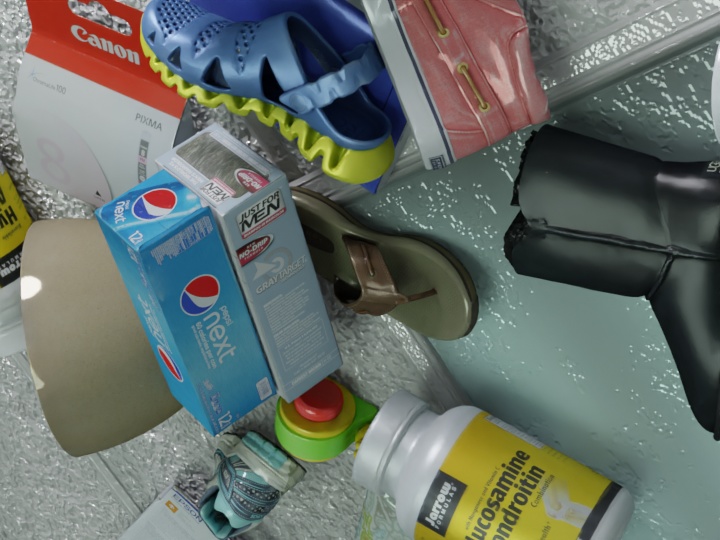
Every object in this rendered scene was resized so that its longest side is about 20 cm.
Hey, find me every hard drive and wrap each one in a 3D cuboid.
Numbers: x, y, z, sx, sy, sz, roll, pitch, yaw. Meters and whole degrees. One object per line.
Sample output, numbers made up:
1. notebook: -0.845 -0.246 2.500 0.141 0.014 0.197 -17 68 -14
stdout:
1. hard drive: -0.046 -0.158 1.020 0.200 0.025 0.132 36 138 9

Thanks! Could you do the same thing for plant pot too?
1. plant pot: -0.188 0.046 1.195 0.134 0.201 0.201 -10 122 4

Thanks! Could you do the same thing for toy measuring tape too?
1. toy measuring tape: -0.071 0.111 1.221 0.199 0.074 0.074 26 135 18

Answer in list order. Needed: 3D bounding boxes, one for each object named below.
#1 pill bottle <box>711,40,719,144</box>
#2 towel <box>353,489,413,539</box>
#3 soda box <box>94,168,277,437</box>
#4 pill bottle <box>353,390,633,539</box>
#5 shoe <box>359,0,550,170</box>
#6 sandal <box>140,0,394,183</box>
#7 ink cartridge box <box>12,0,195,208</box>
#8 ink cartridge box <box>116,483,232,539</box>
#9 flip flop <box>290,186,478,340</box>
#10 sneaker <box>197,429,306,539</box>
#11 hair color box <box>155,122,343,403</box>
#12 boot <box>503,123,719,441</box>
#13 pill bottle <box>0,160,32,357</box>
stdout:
1. pill bottle: 0.293 -0.093 0.745 0.199 0.112 0.112 9 128 33
2. towel: 0.082 0.276 1.255 0.199 0.048 0.172 29 133 16
3. soda box: -0.128 0.027 1.069 0.068 0.064 0.201 37 152 42
4. pill bottle: 0.099 0.174 1.098 0.199 0.112 0.112 27 135 17
5. shoe: 0.049 -0.171 0.911 0.091 0.071 0.201 -21 85 2
6. sandal: -0.057 -0.143 0.972 0.199 0.080 0.087 26 132 7
7. ink cartridge box: -0.208 -0.128 1.134 0.162 0.057 0.200 24 147 21
8. ink cartridge box: -0.148 0.312 1.463 0.200 0.041 0.200 45 138 -1
9. flip flop: 0.000 0.000 1.085 0.199 0.058 0.081 29 132 20
10. sneaker: -0.115 0.196 1.280 0.078 0.086 0.200 40 162 0
11. hair color box: -0.083 -0.003 1.102 0.099 0.061 0.201 37 153 42
12. boot: 0.181 0.007 0.935 0.167 0.076 0.201 11 122 27
13. pill bottle: -0.351 -0.025 1.299 0.111 0.111 0.201 -2 122 38
